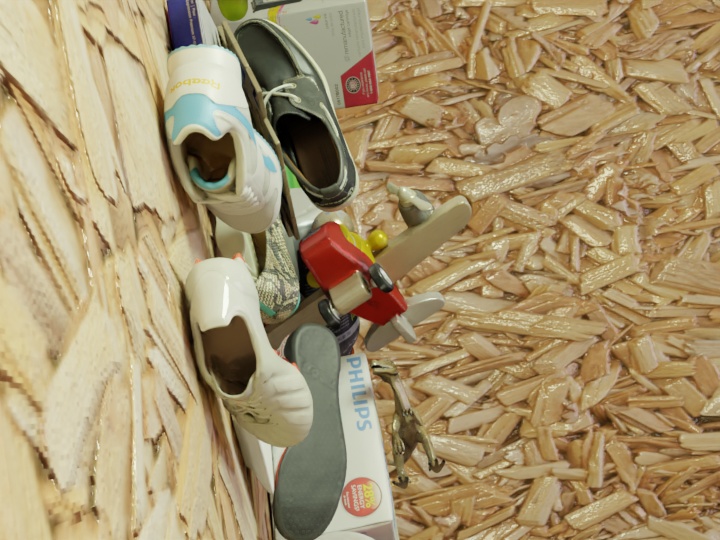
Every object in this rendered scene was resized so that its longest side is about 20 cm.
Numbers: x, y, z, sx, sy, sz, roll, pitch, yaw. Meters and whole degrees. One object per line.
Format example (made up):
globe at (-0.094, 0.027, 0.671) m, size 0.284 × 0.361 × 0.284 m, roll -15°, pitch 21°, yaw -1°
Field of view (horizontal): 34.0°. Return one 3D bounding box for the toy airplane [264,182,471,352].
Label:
toy airplane at (0.000, 0.000, 1.195) m, size 0.142 × 0.198 × 0.200 m, roll 60°, pitch -33°, yaw 24°

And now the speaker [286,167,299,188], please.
speaker at (-0.105, -0.070, 1.468) m, size 0.089 × 0.087 × 0.202 m, roll 82°, pitch -2°, yaw -67°

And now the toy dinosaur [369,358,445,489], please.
toy dinosaur at (0.051, 0.172, 1.236) m, size 0.201 × 0.057 × 0.102 m, roll 80°, pitch -2°, yaw -46°

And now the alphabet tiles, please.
alphabet tiles at (-0.096, -0.129, 1.109) m, size 0.201 × 0.006 × 0.167 m, roll 82°, pitch -16°, yaw -53°

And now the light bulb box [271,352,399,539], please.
light bulb box at (-0.030, 0.229, 1.272) m, size 0.201 × 0.123 × 0.200 m, roll 79°, pitch 1°, yaw -56°

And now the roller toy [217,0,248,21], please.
roller toy at (-0.127, -0.384, 1.226) m, size 0.200 × 0.138 × 0.184 m, roll 81°, pitch -1°, yaw -68°

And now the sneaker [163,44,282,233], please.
sneaker at (-0.109, -0.080, 0.911) m, size 0.201 × 0.076 × 0.082 m, roll 70°, pitch 16°, yaw -58°

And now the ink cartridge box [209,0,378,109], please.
ink cartridge box at (-0.083, -0.279, 1.501) m, size 0.086 × 0.197 × 0.149 m, roll -100°, pitch 180°, yaw -54°

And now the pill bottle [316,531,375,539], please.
pill bottle at (-0.010, 0.357, 1.163) m, size 0.201 × 0.118 × 0.120 m, roll 82°, pitch -2°, yaw -49°

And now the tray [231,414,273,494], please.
tray at (-0.102, 0.091, 1.050) m, size 0.201 × 0.022 × 0.108 m, roll -101°, pitch -178°, yaw -48°

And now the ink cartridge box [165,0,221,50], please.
ink cartridge box at (-0.143, -0.185, 1.051) m, size 0.200 × 0.037 × 0.096 m, roll 171°, pitch -90°, yaw -87°

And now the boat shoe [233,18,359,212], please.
boat shoe at (-0.063, -0.152, 1.093) m, size 0.202 × 0.071 × 0.068 m, roll 63°, pitch 11°, yaw 10°

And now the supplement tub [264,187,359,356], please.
supplement tub at (-0.067, 0.021, 1.304) m, size 0.123 × 0.121 × 0.202 m, roll -102°, pitch -178°, yaw -67°

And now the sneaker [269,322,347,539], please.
sneaker at (-0.062, 0.160, 1.098) m, size 0.108 × 0.067 × 0.204 m, roll 137°, pitch -41°, yaw -57°

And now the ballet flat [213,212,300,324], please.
ballet flat at (-0.104, -0.042, 1.056) m, size 0.075 × 0.068 × 0.201 m, roll 35°, pitch 27°, yaw -44°

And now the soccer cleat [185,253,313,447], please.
soccer cleat at (-0.083, 0.076, 0.854) m, size 0.078 × 0.068 × 0.201 m, roll -94°, pitch 169°, yaw -46°
